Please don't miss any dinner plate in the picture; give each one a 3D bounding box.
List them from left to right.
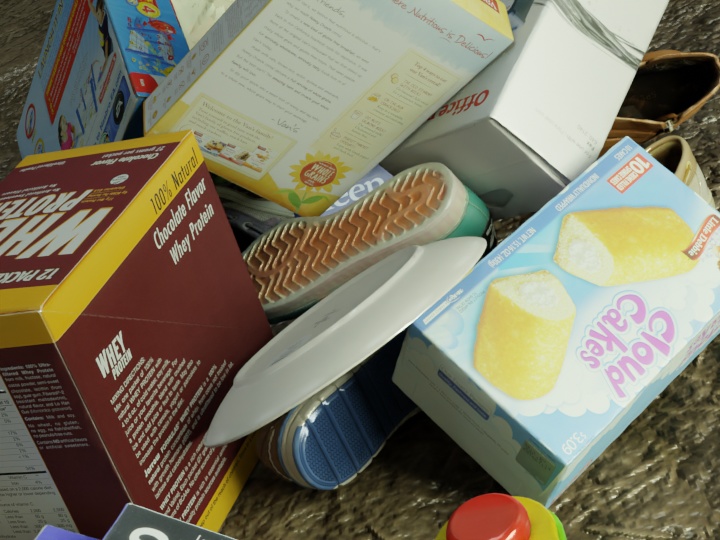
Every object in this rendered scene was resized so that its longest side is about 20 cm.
[{"bbox_3d":[-0.014,0.033,0.820,0.199,0.024,0.200,-37,6,4],"label":"dinner plate"}]

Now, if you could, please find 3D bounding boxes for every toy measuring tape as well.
[{"bbox_3d":[0.104,0.137,0.684,0.197,0.074,0.074,-12,28,18],"label":"toy measuring tape"}]

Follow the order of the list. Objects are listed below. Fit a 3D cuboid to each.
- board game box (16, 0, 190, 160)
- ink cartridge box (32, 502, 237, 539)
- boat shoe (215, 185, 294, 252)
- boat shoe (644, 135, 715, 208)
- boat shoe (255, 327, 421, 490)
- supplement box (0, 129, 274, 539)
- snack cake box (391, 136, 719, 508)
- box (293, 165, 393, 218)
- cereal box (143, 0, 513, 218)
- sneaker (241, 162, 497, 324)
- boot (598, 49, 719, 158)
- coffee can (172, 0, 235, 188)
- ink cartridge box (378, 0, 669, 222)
[{"bbox_3d":[-0.187,-0.108,1.041,0.055,0.201,0.197,4,44,-29],"label":"board game box"},{"bbox_3d":[-0.114,0.198,0.672,0.197,0.044,0.199,13,35,14],"label":"ink cartridge box"},{"bbox_3d":[-0.104,-0.019,1.111,0.198,0.073,0.065,7,32,33],"label":"boat shoe"},{"bbox_3d":[0.157,-0.021,0.930,0.073,0.070,0.200,9,39,45],"label":"boat shoe"},{"bbox_3d":[0.012,0.057,0.889,0.199,0.073,0.072,-34,21,-32],"label":"boat shoe"},{"bbox_3d":[-0.160,0.056,0.868,0.131,0.202,0.198,-6,31,25],"label":"supplement box"},{"bbox_3d":[0.127,0.028,0.808,0.115,0.068,0.199,41,58,18],"label":"snack cake box"},{"bbox_3d":[0.011,-0.049,1.036,0.119,0.033,0.202,-18,52,6],"label":"box"},{"bbox_3d":[-0.022,-0.124,0.886,0.200,0.143,0.040,-40,41,32],"label":"cereal box"},{"bbox_3d":[0.000,0.000,0.950,0.198,0.080,0.072,-22,49,30],"label":"sneaker"},{"bbox_3d":[0.156,-0.096,1.005,0.197,0.078,0.155,-21,4,-1],"label":"boot"},{"bbox_3d":[-0.137,-0.136,1.175,0.146,0.147,0.200,-36,2,-28],"label":"coffee can"},{"bbox_3d":[0.113,-0.141,0.943,0.146,0.086,0.202,-13,44,59],"label":"ink cartridge box"}]
